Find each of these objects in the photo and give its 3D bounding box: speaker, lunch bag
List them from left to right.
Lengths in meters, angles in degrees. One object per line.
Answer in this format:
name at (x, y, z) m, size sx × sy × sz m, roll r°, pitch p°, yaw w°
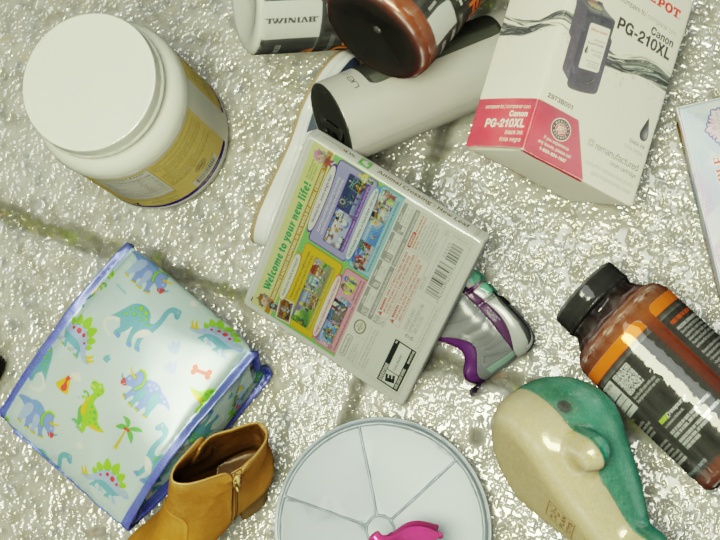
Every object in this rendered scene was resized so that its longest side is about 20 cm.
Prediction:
lunch bag at (-0.208, 0.110, 1.286) m, size 0.170 × 0.128 × 0.200 m, roll 38°, pitch 80°, yaw 14°
speaker at (0.057, -0.166, 1.267) m, size 0.199 × 0.081 × 0.082 m, roll -24°, pitch 76°, yaw -17°

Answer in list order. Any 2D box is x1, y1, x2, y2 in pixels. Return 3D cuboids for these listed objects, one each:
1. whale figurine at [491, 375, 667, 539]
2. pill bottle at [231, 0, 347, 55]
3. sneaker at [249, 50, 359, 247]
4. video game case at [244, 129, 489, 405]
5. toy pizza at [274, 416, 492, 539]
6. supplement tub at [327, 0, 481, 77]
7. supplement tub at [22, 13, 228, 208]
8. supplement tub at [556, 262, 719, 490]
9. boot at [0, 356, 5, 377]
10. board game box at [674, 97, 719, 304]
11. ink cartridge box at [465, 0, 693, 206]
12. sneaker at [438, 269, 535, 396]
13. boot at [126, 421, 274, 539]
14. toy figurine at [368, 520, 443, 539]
whale figurine at (0.201, 0.175, 1.188) m, size 0.103 × 0.160 × 0.200 m, roll -32°, pitch 61°, yaw -19°
pill bottle at (-0.013, -0.258, 1.294) m, size 0.198 × 0.106 × 0.107 m, roll -6°, pitch 78°, yaw -19°
sneaker at (-0.017, -0.098, 1.311) m, size 0.108 × 0.070 × 0.201 m, roll 23°, pitch 89°, yaw 15°
video game case at (0.000, 0.000, 1.252) m, size 0.181 × 0.022 × 0.201 m, roll 32°, pitch 126°, yaw 11°
toy pizza at (0.020, 0.234, 1.266) m, size 0.198 × 0.032 × 0.202 m, roll -1°, pitch 84°, yaw 10°
supplement tub at (0.067, -0.268, 1.202) m, size 0.107 × 0.107 × 0.200 m, roll 33°, pitch 68°, yaw 14°
supplement tub at (-0.214, -0.145, 1.291) m, size 0.144 × 0.200 × 0.147 m, roll -2°, pitch 80°, yaw 11°
supplement tub at (0.264, 0.085, 1.206) m, size 0.107 × 0.107 × 0.200 m, roll -45°, pitch 76°, yaw 1°
boot at (-0.460, 0.103, 1.373) m, size 0.174 × 0.069 × 0.200 m, roll 36°, pitch 81°, yaw 17°
board game box at (0.398, -0.070, 1.239) m, size 0.198 × 0.041 × 0.202 m, roll -12°, pitch 79°, yaw 9°
ink cartridge box at (0.195, -0.177, 1.239) m, size 0.084 × 0.144 × 0.201 m, roll 9°, pitch 79°, yaw 55°
sneaker at (0.066, 0.017, 1.276) m, size 0.087 × 0.074 × 0.200 m, roll -43°, pitch 76°, yaw 7°
boot at (-0.161, 0.213, 1.221) m, size 0.201 × 0.144 × 0.071 m, roll -36°, pitch 65°, yaw -19°
toy figurine at (0.063, 0.306, 1.182) m, size 0.198 × 0.150 × 0.186 m, roll 1°, pitch 85°, yaw -18°
